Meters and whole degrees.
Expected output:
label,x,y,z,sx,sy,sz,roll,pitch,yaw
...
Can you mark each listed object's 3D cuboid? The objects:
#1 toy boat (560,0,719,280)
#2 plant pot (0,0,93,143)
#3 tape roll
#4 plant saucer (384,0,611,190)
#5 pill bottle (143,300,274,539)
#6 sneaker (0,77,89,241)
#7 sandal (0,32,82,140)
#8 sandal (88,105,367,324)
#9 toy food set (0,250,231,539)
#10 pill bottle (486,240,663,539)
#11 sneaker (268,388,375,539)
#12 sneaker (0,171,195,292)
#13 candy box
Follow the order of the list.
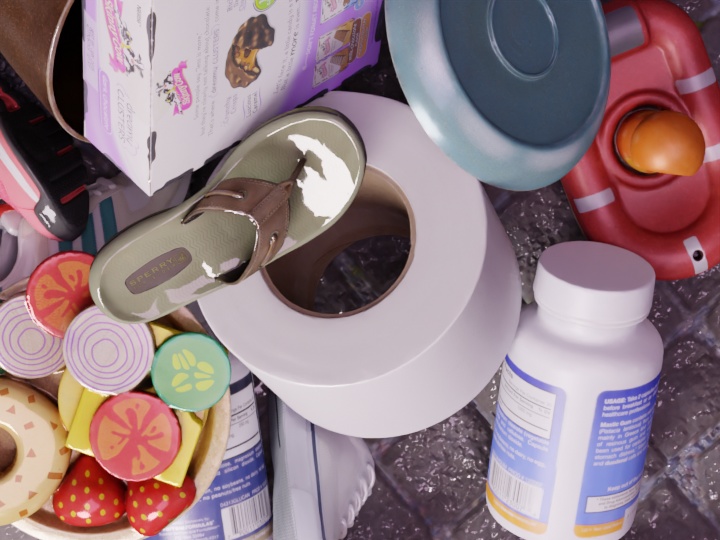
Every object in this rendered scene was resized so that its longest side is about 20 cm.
label,x,y,z,sx,sy,sz,roll,pitch,yaw
toy boat,0.205,-0.088,1.335,0.130,0.131,0.201,-23,102,-1
plant pot,-0.192,-0.215,1.236,0.200,0.187,0.187,39,96,25
tape roll,0.000,0.000,1.282,0.201,0.139,0.204,-5,70,13
plant saucer,0.098,-0.153,1.232,0.199,0.027,0.202,11,73,-39
pill bottle,-0.127,0.107,1.346,0.110,0.111,0.201,-9,101,-5
sneaker,-0.262,-0.087,1.283,0.087,0.074,0.200,-43,85,23
sandal,-0.250,-0.123,1.327,0.199,0.048,0.076,-7,99,9
sandal,-0.079,-0.024,1.188,0.200,0.057,0.080,-36,112,7
toy food set,-0.184,0.090,1.262,0.199,0.049,0.199,19,99,-2
pill bottle,0.154,0.086,1.352,0.111,0.112,0.201,3,115,-7
sneaker,-0.023,0.150,1.337,0.070,0.201,0.073,5,144,-12
sneaker,-0.200,-0.029,1.312,0.093,0.070,0.200,44,78,-20
candy box,-0.074,-0.165,1.174,0.200,0.168,0.071,-33,60,-30
